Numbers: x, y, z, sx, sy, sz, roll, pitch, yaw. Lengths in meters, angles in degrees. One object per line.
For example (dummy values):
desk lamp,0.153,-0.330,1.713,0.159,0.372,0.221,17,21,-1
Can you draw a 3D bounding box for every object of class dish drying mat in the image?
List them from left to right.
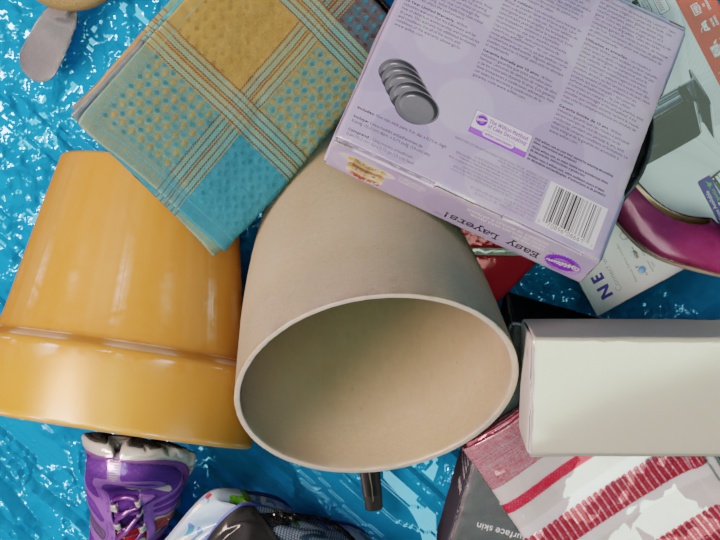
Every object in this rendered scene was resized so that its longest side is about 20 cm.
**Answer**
dish drying mat,0.034,0.037,1.356,0.200,0.018,0.077,-45,99,-2

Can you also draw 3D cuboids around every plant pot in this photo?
plant pot,-0.160,0.019,1.300,0.198,0.200,0.185,8,86,0
plant pot,0.000,0.000,1.268,0.185,0.201,0.188,-5,140,-4

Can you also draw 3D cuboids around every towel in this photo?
towel,-0.076,-0.127,1.223,0.200,0.022,0.147,-49,120,-9
towel,0.182,0.162,1.272,0.143,0.023,0.201,-33,98,8

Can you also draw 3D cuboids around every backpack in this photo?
backpack,-0.063,0.251,1.337,0.184,0.199,0.147,-55,50,12

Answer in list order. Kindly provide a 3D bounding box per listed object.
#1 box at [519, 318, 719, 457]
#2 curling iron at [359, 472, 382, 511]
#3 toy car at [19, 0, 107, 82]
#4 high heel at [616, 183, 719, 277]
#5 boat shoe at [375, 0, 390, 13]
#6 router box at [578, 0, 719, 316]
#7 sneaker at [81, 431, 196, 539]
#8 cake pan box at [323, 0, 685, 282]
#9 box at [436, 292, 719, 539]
box,0.203,0.075,1.207,0.198,0.068,0.083,2,100,-1
curling iron,-0.011,0.080,1.378,0.049,0.026,0.202,-14,99,-2
toy car,-0.195,-0.224,1.276,0.200,0.158,0.164,-38,108,19
high heel,0.198,-0.063,1.276,0.198,0.067,0.097,21,98,-4
boat shoe,0.027,-0.140,1.299,0.200,0.070,0.070,41,112,4
router box,0.198,-0.098,1.326,0.178,0.049,0.201,-29,98,7
sneaker,-0.159,0.173,1.317,0.080,0.200,0.084,7,63,1
cake pan box,0.100,-0.113,1.224,0.198,0.052,0.186,23,71,-3
box,0.170,0.143,1.338,0.195,0.117,0.202,16,100,-1
